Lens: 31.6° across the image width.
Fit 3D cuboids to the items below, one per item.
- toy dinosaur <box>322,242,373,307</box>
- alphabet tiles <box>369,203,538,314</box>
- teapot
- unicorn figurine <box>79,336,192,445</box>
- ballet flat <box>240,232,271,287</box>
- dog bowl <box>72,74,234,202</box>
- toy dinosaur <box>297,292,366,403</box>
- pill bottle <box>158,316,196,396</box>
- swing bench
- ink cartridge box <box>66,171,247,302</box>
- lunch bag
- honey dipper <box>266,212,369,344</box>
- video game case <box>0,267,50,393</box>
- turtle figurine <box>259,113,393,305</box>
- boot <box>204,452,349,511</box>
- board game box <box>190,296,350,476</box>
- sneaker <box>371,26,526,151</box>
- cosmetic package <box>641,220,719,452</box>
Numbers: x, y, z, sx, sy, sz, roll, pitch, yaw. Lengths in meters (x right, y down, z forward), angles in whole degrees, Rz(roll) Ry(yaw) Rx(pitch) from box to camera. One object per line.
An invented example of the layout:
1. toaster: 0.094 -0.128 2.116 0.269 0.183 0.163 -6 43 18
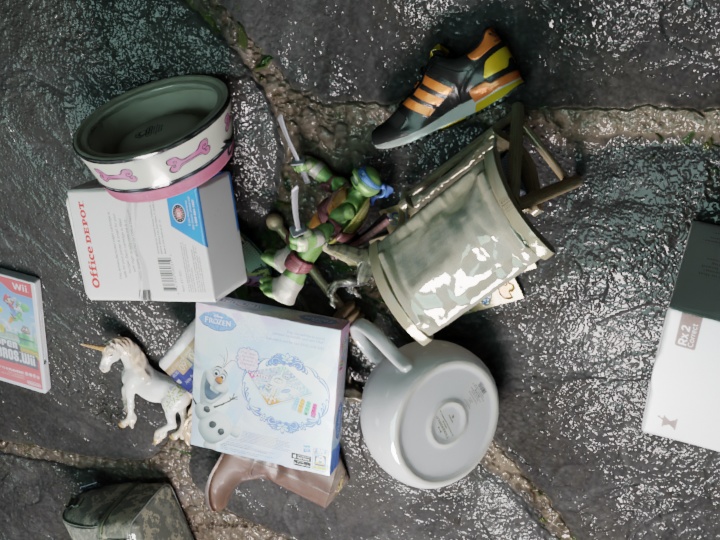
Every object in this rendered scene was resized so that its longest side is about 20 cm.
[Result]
1. toy dinosaur: 0.000 0.000 1.540 0.088 0.198 0.048 -51 56 27
2. alphabet tiles: 0.113 -0.021 1.575 0.198 0.006 0.168 -17 111 31
3. teapot: 0.069 0.169 1.623 0.146 0.195 0.203 24 106 54
4. unicorn figurine: -0.312 0.172 1.845 0.197 0.074 0.139 15 116 -3
5. ballet flat: -0.197 -0.044 1.656 0.069 0.071 0.201 -29 105 35
6. dog bowl: -0.241 -0.156 1.533 0.197 0.201 0.075 -1 127 24
7. toy dinosaur: -0.061 0.112 1.682 0.076 0.102 0.202 -28 96 23
8. pill bottle: -0.168 0.151 1.736 0.200 0.111 0.111 42 127 -5
9. swing bench: 0.123 -0.054 1.423 0.198 0.200 0.130 -37 99 33
10. ink cartridge box: -0.254 -0.043 1.590 0.197 0.084 0.148 1 109 27
11. lunch bag: -0.360 0.430 1.970 0.166 0.140 0.202 -8 115 26
12. honey dipper: -0.057 0.008 1.651 0.038 0.038 0.201 -34 99 35
13. video game case: -0.538 0.084 1.915 0.141 0.017 0.202 14 123 16
14. turtle figurine: -0.077 -0.070 1.538 0.195 0.198 0.145 -54 53 28
15. boot: -0.121 0.311 1.849 0.197 0.064 0.188 18 127 7
16. board game box: -0.118 0.145 1.631 0.197 0.043 0.202 10 110 15
17. sneaker: 0.088 -0.206 1.445 0.198 0.070 0.091 -21 94 32
18. cosmetic package: 0.412 0.076 1.383 0.163 0.200 0.167 13 124 15
